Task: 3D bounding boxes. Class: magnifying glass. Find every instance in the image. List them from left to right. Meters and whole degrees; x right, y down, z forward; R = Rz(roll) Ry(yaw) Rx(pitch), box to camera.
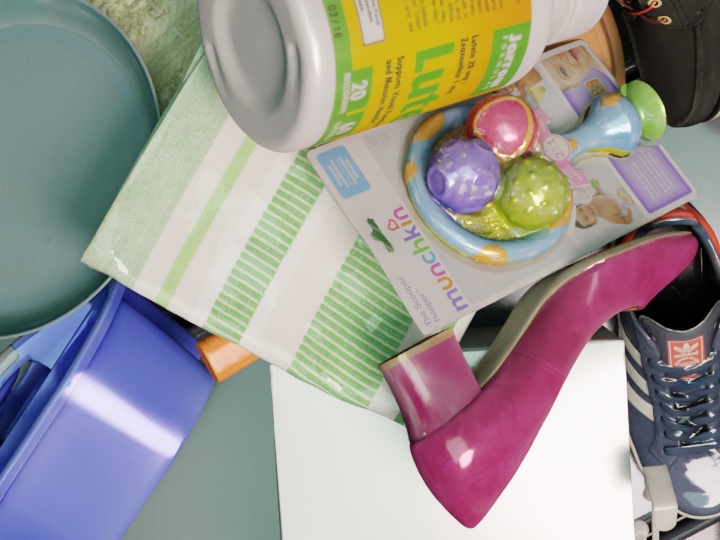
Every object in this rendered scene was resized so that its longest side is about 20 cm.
[{"bbox_3d":[0.000,0.000,0.910,0.199,0.022,0.080,-31,108,-15],"label":"magnifying glass"}]

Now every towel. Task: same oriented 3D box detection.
[{"bbox_3d":[-0.145,-0.101,0.958,0.200,0.036,0.149,-40,89,14],"label":"towel"},{"bbox_3d":[-0.025,-0.024,0.879,0.199,0.023,0.153,29,83,-7],"label":"towel"}]

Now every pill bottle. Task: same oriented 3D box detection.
[{"bbox_3d":[0.028,-0.138,0.839,0.199,0.111,0.112,-20,95,-29],"label":"pill bottle"}]

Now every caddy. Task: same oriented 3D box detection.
[{"bbox_3d":[-0.171,0.089,0.934,0.105,0.141,0.201,33,94,-17],"label":"caddy"}]

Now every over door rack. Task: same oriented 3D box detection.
[{"bbox_3d":[0.230,0.149,0.937,0.147,0.200,0.067,-9,53,1],"label":"over door rack"}]

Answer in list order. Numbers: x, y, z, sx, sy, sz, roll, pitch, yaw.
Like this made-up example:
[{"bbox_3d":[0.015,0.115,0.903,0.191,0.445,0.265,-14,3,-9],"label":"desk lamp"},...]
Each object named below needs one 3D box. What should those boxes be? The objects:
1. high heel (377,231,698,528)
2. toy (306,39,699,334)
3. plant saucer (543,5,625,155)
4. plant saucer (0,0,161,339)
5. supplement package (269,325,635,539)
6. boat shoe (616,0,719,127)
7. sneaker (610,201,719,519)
[{"bbox_3d":[0.110,0.051,0.866,0.199,0.067,0.096,-26,89,-25],"label":"high heel"},{"bbox_3d":[0.085,-0.059,0.867,0.199,0.047,0.115,-24,71,-32],"label":"toy"},{"bbox_3d":[0.065,-0.102,0.943,0.199,0.032,0.202,-3,100,-21],"label":"plant saucer"},{"bbox_3d":[-0.197,-0.060,0.922,0.199,0.027,0.202,-3,81,18],"label":"plant saucer"},{"bbox_3d":[0.052,0.115,0.956,0.199,0.111,0.157,-4,95,0],"label":"supplement package"},{"bbox_3d":[0.155,-0.164,0.882,0.063,0.073,0.202,-34,125,-31],"label":"boat shoe"},{"bbox_3d":[0.187,0.053,0.964,0.074,0.085,0.201,-13,95,1],"label":"sneaker"}]
